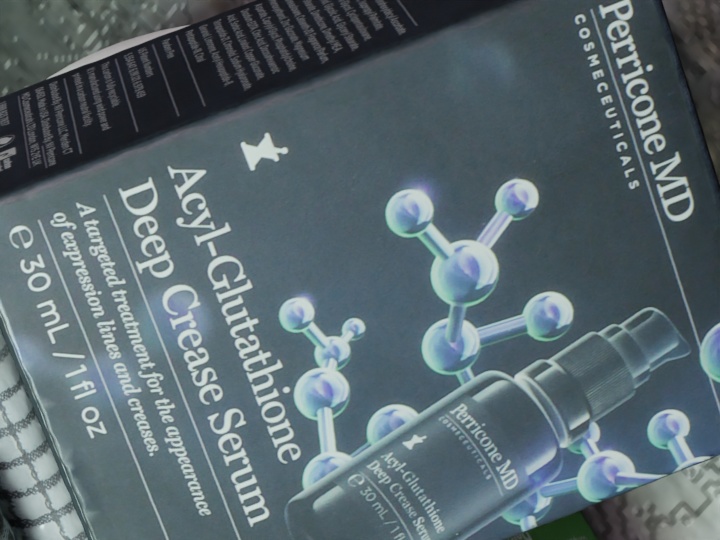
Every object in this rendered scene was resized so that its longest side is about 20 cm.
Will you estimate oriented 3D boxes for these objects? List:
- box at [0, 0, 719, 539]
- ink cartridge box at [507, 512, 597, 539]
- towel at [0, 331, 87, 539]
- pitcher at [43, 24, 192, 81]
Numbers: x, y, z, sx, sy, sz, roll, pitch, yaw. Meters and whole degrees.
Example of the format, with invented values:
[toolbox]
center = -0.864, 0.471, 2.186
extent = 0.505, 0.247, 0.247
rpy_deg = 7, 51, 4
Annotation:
[box]
center = 0.000, 0.000, 0.825
extent = 0.200, 0.107, 0.149
rpy_deg = -22, 110, -2
[ink cartridge box]
center = 0.041, 0.178, 0.906
extent = 0.146, 0.084, 0.200
rpy_deg = -39, 74, 19
[towel]
center = -0.181, 0.077, 0.942
extent = 0.200, 0.086, 0.166
rpy_deg = 3, 132, 36
[pitcher]
center = -0.018, -0.005, 0.927
extent = 0.200, 0.121, 0.172
rpy_deg = -23, 90, 10
